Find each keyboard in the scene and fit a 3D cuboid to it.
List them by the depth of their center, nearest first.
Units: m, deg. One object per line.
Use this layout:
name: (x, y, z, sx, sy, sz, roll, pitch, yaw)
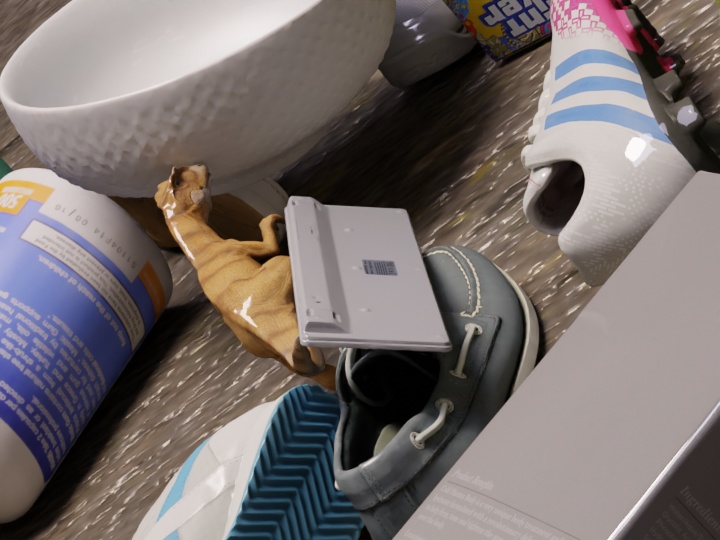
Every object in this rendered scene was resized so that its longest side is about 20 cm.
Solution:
keyboard: (0.000, 0.000, 0.931, 0.200, 0.056, 0.011, -102, 22, -74)

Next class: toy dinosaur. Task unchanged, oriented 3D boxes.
toy dinosaur: (-0.035, 0.021, 0.970, 0.061, 0.106, 0.200, -61, 35, 11)

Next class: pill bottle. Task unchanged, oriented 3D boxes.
pill bottle: (-0.189, 0.056, 1.163, 0.112, 0.112, 0.201, -11, 39, 51)

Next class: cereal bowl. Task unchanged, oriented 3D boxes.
cereal bowl: (-0.070, -0.096, 1.118, 0.199, 0.084, 0.201, -20, 27, 10)

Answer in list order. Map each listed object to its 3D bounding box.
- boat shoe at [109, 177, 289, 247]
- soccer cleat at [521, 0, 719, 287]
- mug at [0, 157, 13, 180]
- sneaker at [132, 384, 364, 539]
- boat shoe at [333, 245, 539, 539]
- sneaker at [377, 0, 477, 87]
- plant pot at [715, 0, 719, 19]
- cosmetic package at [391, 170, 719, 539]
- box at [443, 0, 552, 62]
boat shoe: (-0.082, -0.053, 1.219, 0.069, 0.071, 0.200, -52, 24, -13)
soccer cleat: (0.095, -0.064, 0.956, 0.086, 0.070, 0.200, -38, 25, 13)
mug: (-0.271, 0.006, 1.371, 0.185, 0.114, 0.152, -40, 24, 10)
sneaker: (-0.063, 0.136, 0.890, 0.081, 0.077, 0.200, -30, 20, 47)
boat shoe: (0.024, 0.040, 0.907, 0.073, 0.062, 0.201, -35, 25, 24)
sneaker: (0.027, -0.191, 1.216, 0.075, 0.115, 0.201, -24, 31, 38)
plant pot: (0.179, -0.181, 0.872, 0.200, 0.184, 0.201, -34, 25, 19)
cosmetic package: (0.097, 0.069, 0.720, 0.200, 0.090, 0.107, -46, 23, -11)
box: (0.077, -0.252, 1.142, 0.121, 0.193, 0.201, -25, 29, 36)
